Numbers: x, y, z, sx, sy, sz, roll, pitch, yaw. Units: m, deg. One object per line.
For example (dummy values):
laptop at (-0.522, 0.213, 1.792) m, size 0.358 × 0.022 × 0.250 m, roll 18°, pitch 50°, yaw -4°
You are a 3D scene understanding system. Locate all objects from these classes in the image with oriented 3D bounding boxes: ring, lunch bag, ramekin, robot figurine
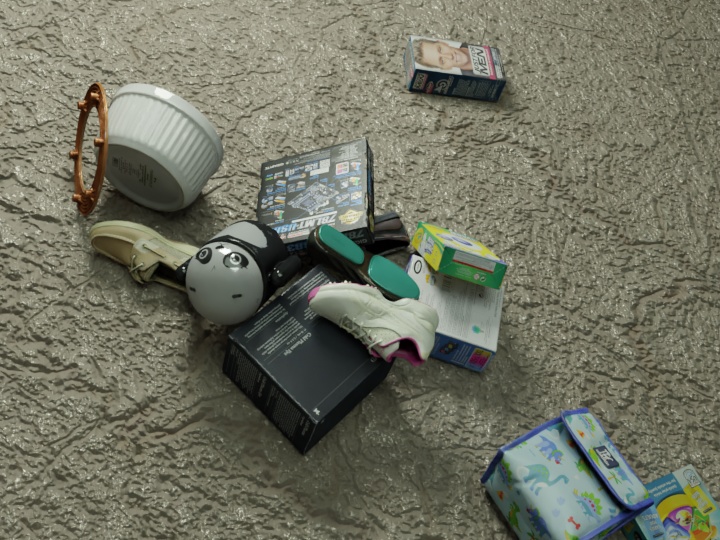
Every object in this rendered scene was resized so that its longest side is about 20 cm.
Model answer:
ring at (-0.423, -0.188, 1.366) m, size 0.019 × 0.201 × 0.204 m, roll 3°, pitch 53°, yaw -30°
lunch bag at (0.304, 0.306, 1.273) m, size 0.197 × 0.129 × 0.172 m, roll -19°, pitch 60°, yaw -28°
ramekin at (-0.325, -0.184, 1.402) m, size 0.196 × 0.201 × 0.107 m, roll 24°, pitch 62°, yaw 1°
robot figurine at (-0.178, -0.003, 1.299) m, size 0.125 × 0.150 × 0.200 m, roll 49°, pitch 25°, yaw -5°

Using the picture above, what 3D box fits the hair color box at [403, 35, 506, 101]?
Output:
hair color box at (0.191, -0.411, 1.802) m, size 0.195 × 0.061 × 0.102 m, roll 4°, pitch 54°, yaw -14°

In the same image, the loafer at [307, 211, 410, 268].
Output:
loafer at (0.004, -0.039, 1.475) m, size 0.198 × 0.072 × 0.063 m, roll -27°, pitch 69°, yaw -34°

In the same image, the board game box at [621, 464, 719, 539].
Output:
board game box at (0.486, 0.410, 1.317) m, size 0.148 × 0.047 × 0.203 m, roll -14°, pitch 61°, yaw -25°

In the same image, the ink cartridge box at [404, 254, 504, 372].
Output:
ink cartridge box at (0.125, 0.064, 1.433) m, size 0.196 × 0.077 × 0.138 m, roll 19°, pitch 51°, yaw -4°

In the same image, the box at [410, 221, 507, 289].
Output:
box at (0.157, -0.030, 1.458) m, size 0.115 × 0.049 × 0.200 m, roll 16°, pitch 10°, yaw -15°

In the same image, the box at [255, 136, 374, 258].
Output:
box at (-0.075, -0.114, 1.454) m, size 0.195 × 0.050 × 0.202 m, roll -12°, pitch 51°, yaw 13°

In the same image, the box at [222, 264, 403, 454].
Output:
box at (-0.072, 0.128, 1.309) m, size 0.182 × 0.105 × 0.199 m, roll 42°, pitch 54°, yaw 16°

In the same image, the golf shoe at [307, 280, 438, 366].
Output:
golf shoe at (0.017, 0.077, 1.264) m, size 0.195 × 0.076 × 0.093 m, roll 14°, pitch 55°, yaw -6°

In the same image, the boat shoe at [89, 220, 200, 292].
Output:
boat shoe at (-0.325, -0.017, 1.358) m, size 0.196 × 0.073 × 0.066 m, roll 20°, pitch 50°, yaw -10°

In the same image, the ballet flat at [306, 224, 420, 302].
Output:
ballet flat at (0.000, 0.000, 1.374) m, size 0.198 × 0.068 × 0.069 m, roll 35°, pitch 45°, yaw -10°
